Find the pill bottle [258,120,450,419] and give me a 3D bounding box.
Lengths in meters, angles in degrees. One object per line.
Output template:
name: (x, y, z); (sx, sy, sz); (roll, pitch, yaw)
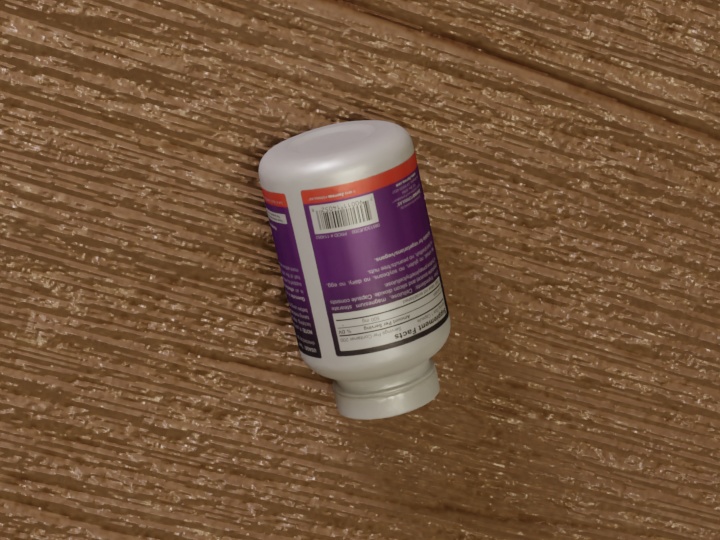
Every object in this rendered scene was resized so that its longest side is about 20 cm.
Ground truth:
pill bottle: (0.000, 0.000, 1.643); (0.112, 0.112, 0.200); (-17, 108, -15)
